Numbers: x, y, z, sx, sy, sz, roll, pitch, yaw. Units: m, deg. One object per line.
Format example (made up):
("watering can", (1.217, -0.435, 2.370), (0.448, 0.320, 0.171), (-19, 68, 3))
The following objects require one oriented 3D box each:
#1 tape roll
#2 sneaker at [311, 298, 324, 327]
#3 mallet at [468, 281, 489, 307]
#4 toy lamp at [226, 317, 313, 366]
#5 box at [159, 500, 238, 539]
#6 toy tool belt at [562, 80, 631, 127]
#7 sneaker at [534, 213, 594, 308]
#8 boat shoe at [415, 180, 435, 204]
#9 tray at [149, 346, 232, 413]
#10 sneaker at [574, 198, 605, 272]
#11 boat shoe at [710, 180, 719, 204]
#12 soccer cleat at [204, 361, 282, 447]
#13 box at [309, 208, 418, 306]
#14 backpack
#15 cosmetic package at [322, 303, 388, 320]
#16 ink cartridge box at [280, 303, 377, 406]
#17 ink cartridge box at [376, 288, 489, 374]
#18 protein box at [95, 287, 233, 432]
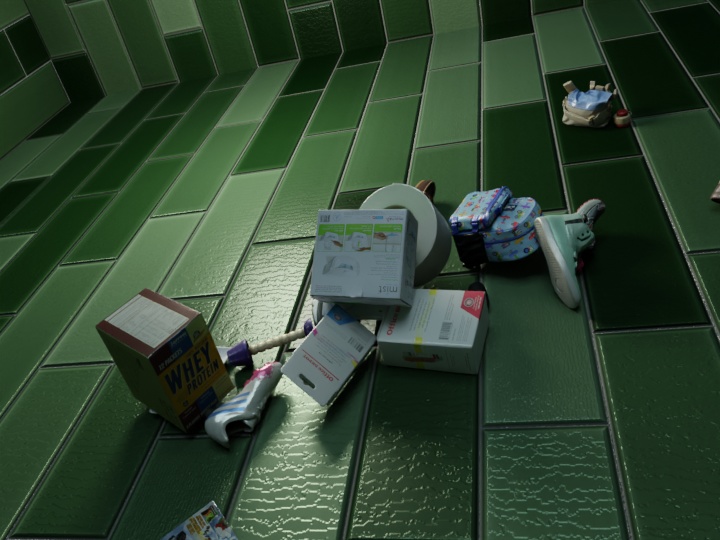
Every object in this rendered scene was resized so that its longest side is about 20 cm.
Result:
("tape roll", (0.096, -0.074, 1.485), (0.197, 0.139, 0.210), (-5, 75, 21))
("sneaker", (-0.054, 0.064, 1.494), (0.082, 0.076, 0.203), (2, 41, 15))
("mallet", (0.181, 0.070, 1.428), (0.194, 0.042, 0.067), (-10, 36, 15))
("toy lamp", (-0.193, 0.161, 1.433), (0.194, 0.059, 0.059), (-18, 34, -4))
("box", (-0.243, 0.474, 1.031), (0.135, 0.041, 0.199), (-31, 37, -22))
("toy tool belt", (0.686, -0.487, 1.918), (0.196, 0.126, 0.125), (14, 44, 36))
("sneaker", (0.447, -0.029, 1.366), (0.114, 0.074, 0.206), (-12, 71, -8))
("boat shoe", (0.160, -0.164, 1.730), (0.069, 0.071, 0.202), (2, 46, 36))
("tray", (-0.358, 0.240, 1.418), (0.104, 0.023, 0.202), (2, 38, 23))
("sneaker", (0.495, -0.074, 1.468), (0.073, 0.081, 0.201), (28, 66, 25))
("boat shoe", (0.857, -0.135, 1.424), (0.073, 0.072, 0.199), (-51, 52, 1))
("soccer cleat", (-0.213, 0.266, 1.296), (0.086, 0.071, 0.199), (34, 59, 29))
("box", (0.008, -0.025, 1.327), (0.194, 0.096, 0.183), (0, 79, 21))
("backpack", (0.322, -0.102, 1.487), (0.196, 0.137, 0.183), (-1, 33, 44))
("cosmetic package", (0.000, 0.000, 1.406), (0.146, 0.052, 0.207), (0, 78, 20))
("ink cartridge box", (-0.067, 0.178, 1.302), (0.114, 0.068, 0.200), (37, 51, 7))
("ink cartridge box", (0.148, 0.117, 1.319), (0.194, 0.085, 0.147), (2, 46, 24))
("protein box", (-0.390, 0.175, 1.323), (0.196, 0.203, 0.135), (17, 45, 39))
